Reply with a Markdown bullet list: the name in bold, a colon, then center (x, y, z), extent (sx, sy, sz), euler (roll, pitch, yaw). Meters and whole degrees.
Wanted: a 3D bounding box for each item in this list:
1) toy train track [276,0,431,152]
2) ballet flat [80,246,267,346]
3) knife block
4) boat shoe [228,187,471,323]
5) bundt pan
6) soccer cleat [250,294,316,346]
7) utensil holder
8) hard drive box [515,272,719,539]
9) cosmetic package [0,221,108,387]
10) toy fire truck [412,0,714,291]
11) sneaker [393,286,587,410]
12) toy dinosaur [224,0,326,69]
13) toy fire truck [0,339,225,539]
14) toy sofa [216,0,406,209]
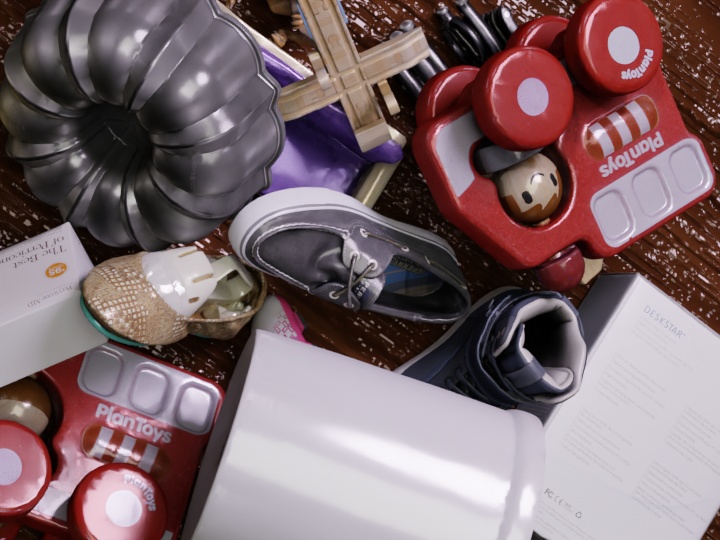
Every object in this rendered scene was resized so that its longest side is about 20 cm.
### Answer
- **toy train track**: center (-0.018, -0.151, 1.115), extent (0.114, 0.033, 0.201), euler (-24, 130, 2)
- **ballet flat**: center (-0.118, 0.010, 1.159), extent (0.065, 0.200, 0.071), euler (-37, 80, 15)
- **knife block**: center (0.095, -0.095, 1.281), extent (0.173, 0.064, 0.203), euler (4, 89, -14)
- **boat shoe**: center (0.000, 0.000, 1.192), extent (0.199, 0.066, 0.070), euler (18, 118, -43)
- **bundt pan**: center (-0.153, -0.095, 1.145), extent (0.202, 0.202, 0.076), euler (42, 38, -10)
- **soccer cleat**: center (-0.060, 0.121, 1.233), extent (0.085, 0.070, 0.203), euler (-15, 93, -15)
- **utensil holder**: center (-0.002, 0.145, 1.132), extent (0.198, 0.170, 0.172), euler (19, 85, -6)
- **hard drive box**: center (0.200, 0.128, 1.299), extent (0.155, 0.077, 0.201), euler (36, 81, -12)
- **cosmetic package**: center (-0.270, 0.044, 1.142), extent (0.198, 0.083, 0.051), euler (-23, 131, 0)
- **toy fire truck**: center (0.140, -0.082, 1.187), extent (0.199, 0.112, 0.169), euler (-31, 100, -23)
- **sneaker**: center (0.076, 0.091, 1.233), extent (0.077, 0.146, 0.203), euler (44, 80, -13)
- **toy dinosaur**: center (-0.040, -0.205, 1.239), extent (0.105, 0.061, 0.202), euler (7, 54, -16)
- **toy fire truck**: center (-0.203, 0.119, 1.188), extent (0.198, 0.112, 0.169), euler (23, 58, -12)
- **toy sofa**: center (-0.070, -0.105, 1.220), extent (0.199, 0.097, 0.083), euler (35, 81, -13)
